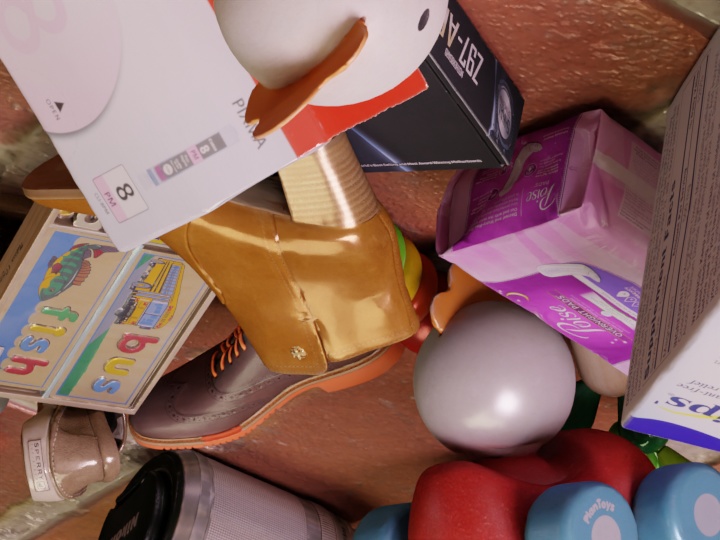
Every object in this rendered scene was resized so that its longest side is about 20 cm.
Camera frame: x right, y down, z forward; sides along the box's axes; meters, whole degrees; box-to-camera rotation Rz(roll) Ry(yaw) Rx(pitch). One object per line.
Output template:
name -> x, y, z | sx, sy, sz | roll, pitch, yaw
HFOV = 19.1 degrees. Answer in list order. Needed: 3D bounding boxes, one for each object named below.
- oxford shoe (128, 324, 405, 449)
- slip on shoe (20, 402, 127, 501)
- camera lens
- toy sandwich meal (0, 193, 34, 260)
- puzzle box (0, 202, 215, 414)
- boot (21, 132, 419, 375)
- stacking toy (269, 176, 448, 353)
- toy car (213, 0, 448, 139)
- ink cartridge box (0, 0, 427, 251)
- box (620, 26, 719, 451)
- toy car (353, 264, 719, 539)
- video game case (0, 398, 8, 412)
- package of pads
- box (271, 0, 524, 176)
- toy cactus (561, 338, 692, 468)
oxford shoe -> -0.073, 0.055, 1.399 | 0.200, 0.071, 0.073 | -25, 138, 13
slip on shoe -> -0.185, 0.109, 1.438 | 0.060, 0.076, 0.200 | -9, -177, -1
camera lens -> -0.106, 0.247, 1.737 | 0.200, 0.160, 0.160 | 26, 152, -23
toy sandwich meal -> -0.213, 0.019, 1.435 | 0.205, 0.070, 0.205 | 12, 154, 6
puzzle box -> -0.156, 0.011, 1.306 | 0.133, 0.025, 0.200 | 9, 133, -31
boot -> -0.076, -0.006, 1.162 | 0.201, 0.071, 0.144 | -4, 123, 21
stacking toy -> 0.000, 0.000, 1.283 | 0.085, 0.086, 0.200 | -6, 151, 36
toy car -> 0.005, -0.140, 0.850 | 0.184, 0.200, 0.177 | 28, 151, -27
ink cartridge box -> -0.086, -0.112, 1.015 | 0.200, 0.057, 0.163 | -22, 101, 48
box -> 0.207, -0.028, 0.993 | 0.105, 0.184, 0.200 | 14, 155, -4
toy car -> 0.098, 0.089, 1.279 | 0.177, 0.200, 0.184 | -4, 174, -41
video game case -> -0.298, 0.005, 1.424 | 0.182, 0.023, 0.200 | 40, 154, 4
package of pads -> 0.151, -0.004, 1.194 | 0.200, 0.076, 0.120 | 31, 148, -31
box -> -0.036, -0.109, 1.114 | 0.200, 0.044, 0.160 | 0, 151, 29
toy cactus -> 0.179, 0.077, 1.356 | 0.200, 0.102, 0.165 | -3, 131, 36
